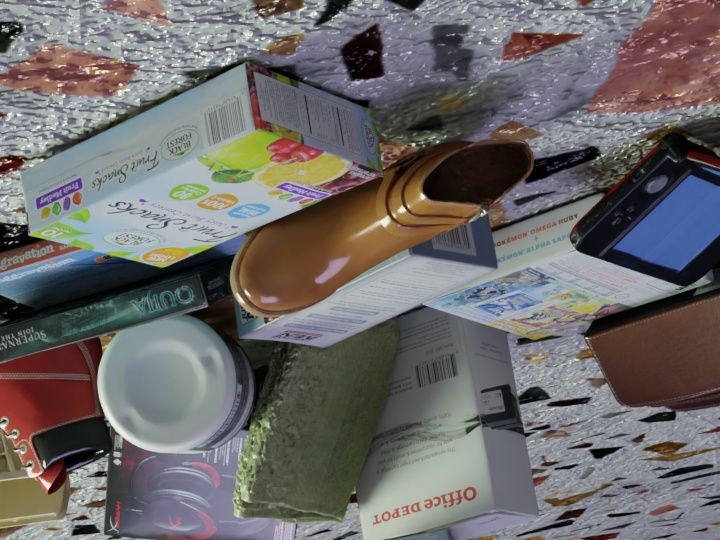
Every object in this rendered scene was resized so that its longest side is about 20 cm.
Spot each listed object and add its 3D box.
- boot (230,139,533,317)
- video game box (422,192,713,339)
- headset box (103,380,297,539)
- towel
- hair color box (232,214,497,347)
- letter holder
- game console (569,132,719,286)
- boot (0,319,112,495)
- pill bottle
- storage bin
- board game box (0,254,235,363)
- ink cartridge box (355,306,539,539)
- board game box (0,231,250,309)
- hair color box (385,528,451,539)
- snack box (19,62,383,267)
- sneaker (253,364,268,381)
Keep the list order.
[{"bbox_3d":[0.014,-0.037,1.414,0.200,0.074,0.155,-33,-172,-21],"label":"boot"},{"bbox_3d":[0.174,0.001,1.752,0.182,0.047,0.200,-22,158,27],"label":"video game box"},{"bbox_3d":[-0.130,0.176,1.910,0.200,0.075,0.149,6,126,-4],"label":"headset box"},{"bbox_3d":[-0.039,0.125,1.817,0.036,0.200,0.148,18,-177,39],"label":"towel"},{"bbox_3d":[0.000,0.000,1.636,0.099,0.061,0.200,9,154,-44],"label":"hair color box"},{"bbox_3d":[0.324,0.068,1.833,0.200,0.142,0.101,-19,-164,29],"label":"letter holder"},{"bbox_3d":[0.290,-0.025,1.593,0.172,0.119,0.200,-45,148,20],"label":"game console"},{"bbox_3d":[-0.305,0.119,1.709,0.200,0.144,0.072,-10,164,7],"label":"boot"},{"bbox_3d":[-0.148,0.097,1.738,0.113,0.113,0.200,-10,174,2],"label":"pill bottle"},{"bbox_3d":[-0.366,0.180,1.946,0.198,0.094,0.200,-6,162,-9],"label":"storage bin"},{"bbox_3d":[-0.191,0.030,1.601,0.200,0.028,0.135,-15,-175,15],"label":"board game box"},{"bbox_3d":[0.067,0.143,1.883,0.144,0.200,0.084,-20,159,31],"label":"ink cartridge box"},{"bbox_3d":[-0.183,-0.013,1.568,0.200,0.019,0.103,-15,163,17],"label":"board game box"},{"bbox_3d":[0.042,0.277,1.832,0.099,0.061,0.200,-12,165,3],"label":"hair color box"},{"bbox_3d":[-0.105,-0.065,1.389,0.200,0.053,0.142,-21,158,30],"label":"snack box"},{"bbox_3d":[-0.100,0.130,1.995,0.200,0.080,0.086,-8,180,8],"label":"sneaker"}]
